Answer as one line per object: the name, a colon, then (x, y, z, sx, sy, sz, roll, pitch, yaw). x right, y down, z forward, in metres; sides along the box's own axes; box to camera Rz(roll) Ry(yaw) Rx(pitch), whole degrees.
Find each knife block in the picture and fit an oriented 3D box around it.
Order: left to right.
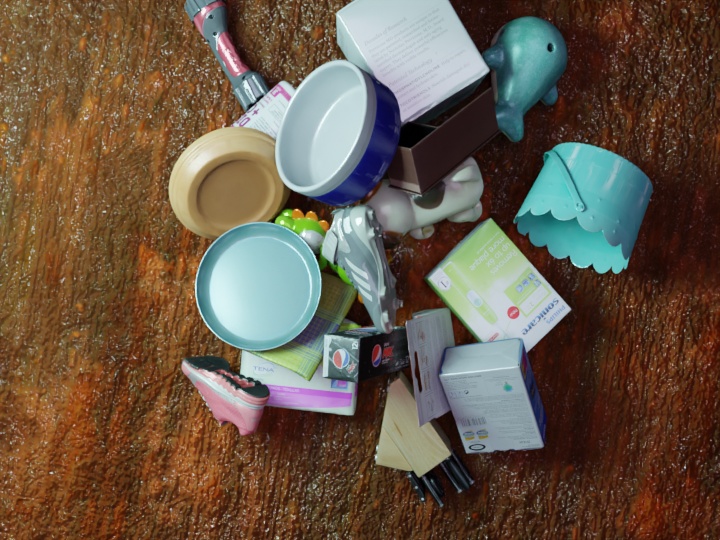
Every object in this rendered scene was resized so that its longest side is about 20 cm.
knife block: (0.116, 0.279, 1.476, 0.172, 0.064, 0.204, 10, 99, 1)

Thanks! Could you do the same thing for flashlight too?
flashlight: (-0.215, -0.367, 1.482, 0.067, 0.068, 0.202, -31, 89, 4)

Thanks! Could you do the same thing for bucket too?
bucket: (0.358, -0.100, 1.431, 0.204, 0.207, 0.137, 27, 79, -1)

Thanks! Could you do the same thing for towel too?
towel: (-0.099, 0.072, 1.441, 0.141, 0.023, 0.202, 21, 54, 9)

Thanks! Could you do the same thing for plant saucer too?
plant saucer: (-0.197, -0.126, 1.392, 0.196, 0.038, 0.203, -14, 133, -15)
plant saucer: (-0.158, 0.026, 1.400, 0.196, 0.027, 0.204, 0, 76, 2)

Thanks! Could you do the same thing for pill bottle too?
pill bottle: (-0.162, -0.201, 1.458, 0.200, 0.113, 0.114, -42, 91, -1)

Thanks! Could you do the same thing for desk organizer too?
desk organizer: (0.123, -0.202, 1.360, 0.199, 0.071, 0.078, -40, 130, -29)

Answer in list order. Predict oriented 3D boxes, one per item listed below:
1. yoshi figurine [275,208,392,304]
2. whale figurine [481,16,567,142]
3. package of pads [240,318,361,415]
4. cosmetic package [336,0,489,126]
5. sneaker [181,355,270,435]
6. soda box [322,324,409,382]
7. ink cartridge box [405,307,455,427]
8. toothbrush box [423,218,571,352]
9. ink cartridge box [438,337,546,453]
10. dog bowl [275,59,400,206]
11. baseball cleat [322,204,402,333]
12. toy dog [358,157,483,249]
yoshi figurine: (-0.055, -0.024, 1.464, 0.198, 0.112, 0.113, 30, 95, 0)
whale figurine: (0.268, -0.315, 1.453, 0.157, 0.103, 0.203, 27, 75, -23)
package of pads: (-0.098, 0.148, 1.480, 0.196, 0.068, 0.158, 6, 90, -2)
cosmetic package: (0.079, -0.345, 1.438, 0.165, 0.167, 0.202, -31, 90, -1)
sneaker: (-0.228, 0.200, 1.435, 0.198, 0.073, 0.089, 23, 106, 41)
soda box: (0.014, 0.127, 1.415, 0.062, 0.199, 0.072, 4, 93, 25)
ink cartridge box: (0.102, 0.150, 1.423, 0.049, 0.199, 0.164, -8, 90, 27)
toothbrush box: (0.223, 0.038, 1.481, 0.145, 0.086, 0.201, -42, 92, -1)
ink cartridge box: (0.218, 0.216, 1.437, 0.134, 0.077, 0.203, -9, 119, 23)
dog bowl: (-0.035, -0.201, 1.328, 0.078, 0.199, 0.204, 20, 89, -41)
baseball cleat: (0.000, 0.000, 1.386, 0.105, 0.070, 0.204, -6, 99, 26)
toy dog: (0.092, -0.107, 1.431, 0.197, 0.194, 0.142, -21, 102, -8)
